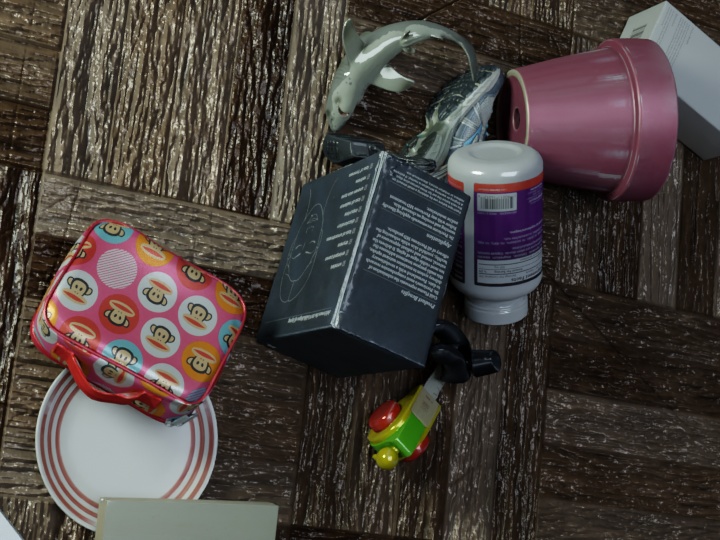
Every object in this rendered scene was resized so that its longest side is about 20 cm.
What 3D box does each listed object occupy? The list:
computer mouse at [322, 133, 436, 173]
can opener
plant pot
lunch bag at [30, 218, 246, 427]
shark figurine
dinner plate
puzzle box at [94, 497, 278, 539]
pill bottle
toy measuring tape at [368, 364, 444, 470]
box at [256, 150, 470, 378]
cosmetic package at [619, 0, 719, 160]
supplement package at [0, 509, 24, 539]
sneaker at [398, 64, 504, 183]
[{"bbox_3d":[0.018,-0.123,1.489,0.058,0.199,0.034,4,101,-32],"label":"computer mouse"},{"bbox_3d":[0.103,0.083,1.492,0.078,0.200,0.064,-19,71,13],"label":"can opener"},{"bbox_3d":[0.268,-0.183,1.637,0.177,0.200,0.203,-2,83,-11],"label":"plant pot"},{"bbox_3d":[-0.230,0.062,1.366,0.199,0.082,0.177,32,54,-10],"label":"lunch bag"},{"bbox_3d":[0.038,-0.266,1.579,0.213,0.090,0.129,-24,120,-13],"label":"shark figurine"},{"bbox_3d":[-0.245,0.177,1.400,0.198,0.024,0.203,4,82,-27],"label":"dinner plate"},{"bbox_3d":[-0.185,0.307,1.395,0.198,0.025,0.135,8,88,-30],"label":"puzzle box"},{"bbox_3d":[0.159,-0.044,1.568,0.111,0.112,0.202,-16,116,-28],"label":"pill bottle"},{"bbox_3d":[0.058,0.162,1.551,0.074,0.073,0.201,48,42,-14],"label":"toy measuring tape"},{"bbox_3d":[0.000,0.000,1.453,0.123,0.199,0.199,25,72,-23],"label":"box"},{"bbox_3d":[0.436,-0.251,1.782,0.199,0.085,0.108,36,69,-19],"label":"cosmetic package"},{"bbox_3d":[-0.420,0.268,1.196,0.191,0.200,0.148,-40,101,-25],"label":"supplement package"},{"bbox_3d":[0.118,-0.162,1.620,0.086,0.077,0.201,45,72,-28],"label":"sneaker"}]
